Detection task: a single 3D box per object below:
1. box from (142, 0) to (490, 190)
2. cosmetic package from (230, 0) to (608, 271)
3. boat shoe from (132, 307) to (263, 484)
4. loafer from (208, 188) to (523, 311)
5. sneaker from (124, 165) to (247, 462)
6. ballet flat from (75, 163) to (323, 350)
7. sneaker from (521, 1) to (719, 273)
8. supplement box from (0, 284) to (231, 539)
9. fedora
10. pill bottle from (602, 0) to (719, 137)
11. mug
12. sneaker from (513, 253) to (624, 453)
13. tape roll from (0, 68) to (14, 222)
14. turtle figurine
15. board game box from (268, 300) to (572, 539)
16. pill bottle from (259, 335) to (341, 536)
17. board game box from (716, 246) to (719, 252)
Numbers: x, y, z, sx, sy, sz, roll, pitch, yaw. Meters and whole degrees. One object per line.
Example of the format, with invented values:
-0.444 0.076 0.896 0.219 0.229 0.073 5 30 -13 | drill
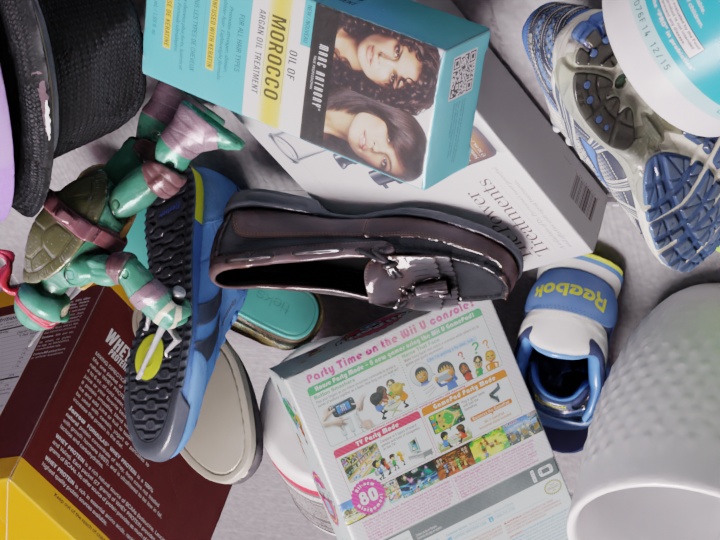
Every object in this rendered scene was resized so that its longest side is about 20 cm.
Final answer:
-0.029 -0.120 0.896 0.199 0.049 0.083 24 122 27 | box
0.035 -0.074 0.993 0.150 0.052 0.200 -15 130 41 | cosmetic package
-0.102 0.080 1.154 0.073 0.200 0.063 -47 133 12 | boat shoe
0.000 0.000 1.007 0.198 0.063 0.072 10 144 18 | loafer
-0.103 0.030 1.062 0.066 0.202 0.078 -15 152 41 | sneaker
-0.118 -0.005 1.142 0.199 0.071 0.071 31 142 -11 | ballet flat
0.153 -0.081 0.912 0.085 0.077 0.200 42 171 49 | sneaker
-0.211 0.142 1.244 0.132 0.201 0.198 -12 132 35 | supplement box
-0.183 -0.130 0.966 0.091 0.202 0.201 -16 151 -24 | fedora
0.216 -0.151 0.762 0.110 0.111 0.199 36 141 -20 | pill bottle
0.225 0.120 1.035 0.146 0.176 0.201 1 139 24 | mug
0.134 0.073 1.099 0.073 0.083 0.201 8 143 13 | sneaker
-0.267 -0.119 0.962 0.065 0.201 0.201 -15 151 -24 | tape roll
-0.155 -0.019 1.014 0.100 0.201 0.150 29 -171 -44 | turtle figurine
0.047 0.129 1.060 0.064 0.146 0.202 -168 55 -77 | board game box
-0.006 0.133 1.193 0.110 0.112 0.200 12 158 12 | pill bottle
0.279 -0.058 0.916 0.095 0.030 0.200 24 145 -5 | board game box
